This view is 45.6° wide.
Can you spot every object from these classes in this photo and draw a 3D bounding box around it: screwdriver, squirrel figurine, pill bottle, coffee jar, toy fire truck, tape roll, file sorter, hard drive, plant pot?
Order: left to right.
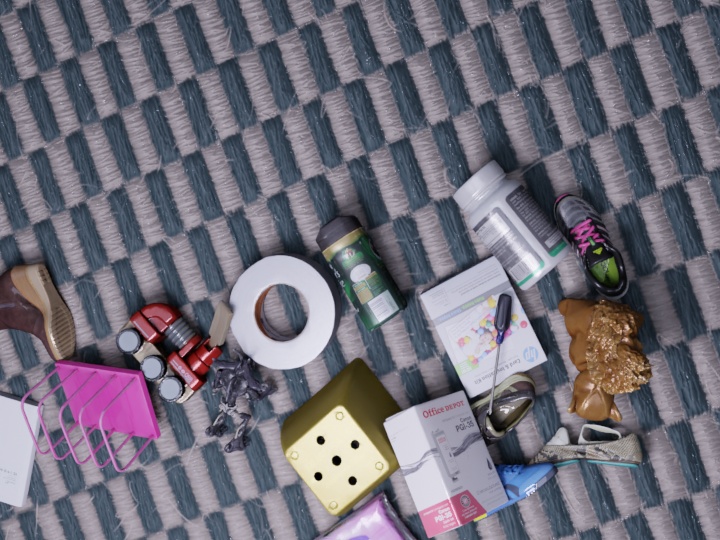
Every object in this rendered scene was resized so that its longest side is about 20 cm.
[{"bbox_3d":[-0.697,0.344,1.671,0.129,0.026,0.205,14,96,8],"label":"hard drive"},{"bbox_3d":[-0.486,0.264,1.536,0.196,0.126,0.142,4,120,25],"label":"file sorter"},{"bbox_3d":[-0.321,0.116,1.556,0.200,0.129,0.176,-43,87,-2],"label":"toy fire truck"},{"bbox_3d":[-0.135,0.072,1.542,0.195,0.066,0.206,1,94,8],"label":"tape roll"},{"bbox_3d":[-0.026,0.305,1.486,0.199,0.176,0.201,-40,88,10],"label":"plant pot"},{"bbox_3d":[0.000,0.000,1.496,0.084,0.104,0.203,-31,88,7],"label":"coffee jar"},{"bbox_3d":[0.231,0.142,1.460,0.029,0.027,0.205,11,91,52],"label":"screwdriver"},{"bbox_3d":[0.253,-0.078,1.443,0.113,0.113,0.201,-39,85,10],"label":"pill bottle"},{"bbox_3d":[0.391,0.149,1.395,0.138,0.200,0.191,13,84,1],"label":"squirrel figurine"}]

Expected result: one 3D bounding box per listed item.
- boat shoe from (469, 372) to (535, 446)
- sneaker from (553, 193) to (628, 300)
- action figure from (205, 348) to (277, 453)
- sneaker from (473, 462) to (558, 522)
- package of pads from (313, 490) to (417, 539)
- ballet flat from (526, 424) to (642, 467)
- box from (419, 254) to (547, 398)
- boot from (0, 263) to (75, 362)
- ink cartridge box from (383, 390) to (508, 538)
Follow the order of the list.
[{"bbox_3d":[0.225,0.261,1.483,0.073,0.065,0.201,35,111,-11],"label":"boat shoe"},{"bbox_3d":[0.392,-0.040,1.439,0.073,0.087,0.203,-28,89,10],"label":"sneaker"},{"bbox_3d":[-0.220,0.221,1.549,0.117,0.102,0.204,24,115,12],"label":"action figure"},{"bbox_3d":[0.248,0.363,1.474,0.199,0.065,0.080,-38,73,36],"label":"sneaker"},{"bbox_3d":[-0.003,0.506,1.547,0.199,0.076,0.122,-37,87,10],"label":"package of pads"},{"bbox_3d":[0.383,0.306,1.480,0.195,0.068,0.077,-7,73,15],"label":"ballet flat"},{"bbox_3d":[0.214,0.097,1.501,0.153,0.041,0.203,-26,91,10],"label":"box"},{"bbox_3d":[-0.639,0.095,1.635,0.163,0.072,0.204,-18,92,22],"label":"boot"},{"bbox_3d":[0.142,0.318,1.429,0.082,0.145,0.204,-34,71,40],"label":"ink cartridge box"}]
